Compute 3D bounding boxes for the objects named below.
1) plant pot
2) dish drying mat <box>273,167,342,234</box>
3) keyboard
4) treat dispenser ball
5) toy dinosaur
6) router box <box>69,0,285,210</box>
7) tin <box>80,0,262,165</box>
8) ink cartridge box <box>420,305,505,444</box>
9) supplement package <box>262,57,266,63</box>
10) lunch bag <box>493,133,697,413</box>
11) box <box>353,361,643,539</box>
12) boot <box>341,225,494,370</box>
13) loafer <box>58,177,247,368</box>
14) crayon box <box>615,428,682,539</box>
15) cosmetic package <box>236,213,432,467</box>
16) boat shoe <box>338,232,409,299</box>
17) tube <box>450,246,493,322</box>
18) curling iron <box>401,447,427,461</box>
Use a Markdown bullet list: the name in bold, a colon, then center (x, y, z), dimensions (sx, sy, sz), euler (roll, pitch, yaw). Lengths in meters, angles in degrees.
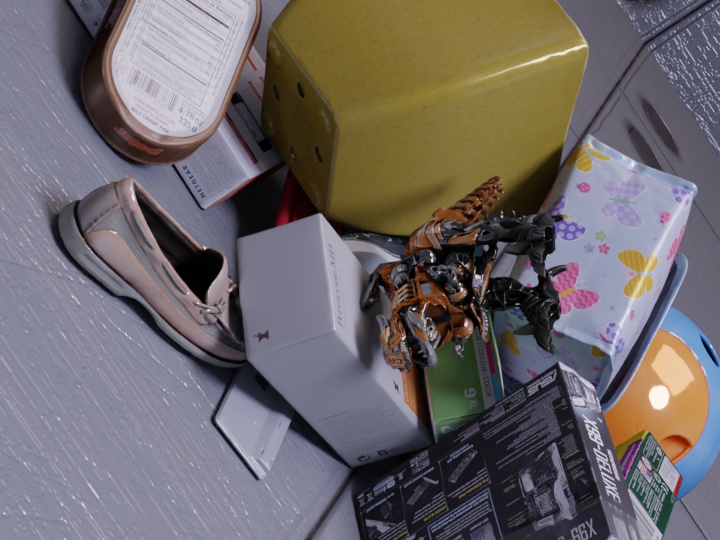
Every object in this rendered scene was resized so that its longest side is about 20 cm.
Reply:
- **plant pot**: center (0.033, -0.143, 1.605), dimensions (0.195, 0.199, 0.196), euler (56, -25, 32)
- **dish drying mat**: center (-0.042, -0.025, 1.622), dimensions (0.077, 0.018, 0.201), euler (58, 26, -32)
- **keyboard**: center (-0.069, 0.087, 1.498), dimensions (0.056, 0.011, 0.200), euler (48, 21, -11)
- **treat dispenser ball**: center (0.225, 0.119, 1.798), dimensions (0.201, 0.200, 0.201), euler (47, 22, -26)
- **toy dinosaur**: center (0.075, -0.005, 1.463), dimensions (0.102, 0.135, 0.201), euler (65, 34, -57)
- **router box**: center (-0.132, -0.159, 1.650), dimensions (0.201, 0.049, 0.179), euler (57, 20, -1)
- **tin**: center (-0.140, -0.171, 1.543), dimensions (0.112, 0.042, 0.201), euler (35, 54, -24)
- **ink cartridge box**: center (0.082, 0.102, 1.564), dimensions (0.201, 0.059, 0.104), euler (77, 4, -47)
- **supplement package**: center (0.017, -0.144, 1.873), dimensions (0.200, 0.119, 0.122), euler (23, 38, -58)
- **lunch bag**: center (0.185, 0.017, 1.639), dimensions (0.127, 0.170, 0.200), euler (26, -22, 8)
- **box**: center (0.096, 0.182, 1.457), dimensions (0.050, 0.200, 0.158), euler (36, 28, -40)
- **boot**: center (0.071, -0.005, 1.756), dimensions (0.203, 0.074, 0.154), euler (-20, 70, -29)
- **loafer**: center (-0.123, 0.004, 1.412), dimensions (0.200, 0.063, 0.072), euler (38, 27, -42)
- **crayon box**: center (0.157, 0.217, 1.588), dimensions (0.058, 0.172, 0.200), euler (54, 20, -2)
- **cosmetic package**: center (-0.017, 0.055, 1.494), dimensions (0.200, 0.071, 0.102), euler (50, 27, -54)
- **boat shoe**: center (0.000, 0.000, 1.615), dimensions (0.057, 0.069, 0.200), euler (47, 17, 26)
- **tube**: center (0.088, 0.082, 1.678), dimensions (0.077, 0.050, 0.201), euler (-31, 121, -42)
- **curling iron**: center (0.043, 0.136, 1.654), dimensions (0.201, 0.025, 0.050), euler (58, 23, 1)
